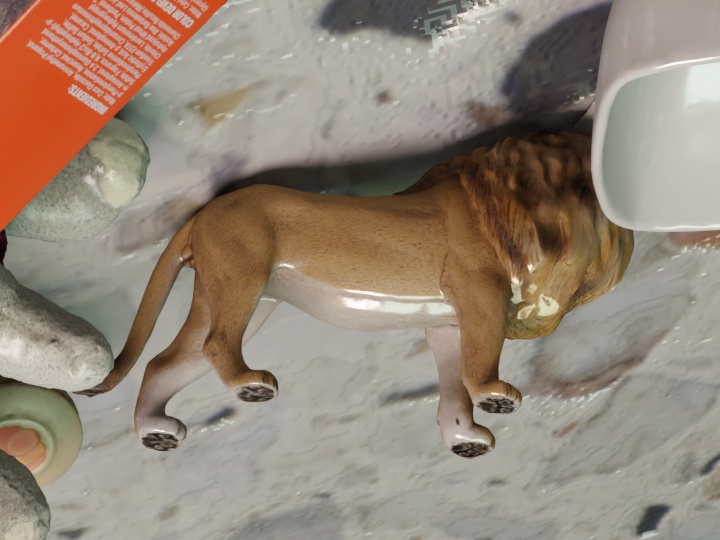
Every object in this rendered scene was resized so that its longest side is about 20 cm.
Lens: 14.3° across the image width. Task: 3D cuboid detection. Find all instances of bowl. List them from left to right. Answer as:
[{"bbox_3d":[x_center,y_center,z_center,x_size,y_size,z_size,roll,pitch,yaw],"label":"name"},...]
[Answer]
[{"bbox_3d":[0.172,-0.075,0.924,0.198,0.075,0.200,-4,164,4],"label":"bowl"}]

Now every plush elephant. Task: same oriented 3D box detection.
[{"bbox_3d":[-0.144,0.003,0.877,0.199,0.155,0.165,25,84,-25],"label":"plush elephant"}]

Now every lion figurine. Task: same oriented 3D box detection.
[{"bbox_3d":[0.000,0.000,1.011,0.199,0.123,0.073,5,151,-6],"label":"lion figurine"}]

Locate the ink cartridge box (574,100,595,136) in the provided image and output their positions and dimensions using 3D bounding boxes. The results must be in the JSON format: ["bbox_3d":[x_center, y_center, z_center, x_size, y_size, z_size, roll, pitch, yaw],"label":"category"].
[{"bbox_3d":[0.201,-0.082,1.039,0.199,0.050,0.161,20,133,-17],"label":"ink cartridge box"}]

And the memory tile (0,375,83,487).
[{"bbox_3d":[-0.209,0.057,0.996,0.200,0.017,0.153,35,111,-31],"label":"memory tile"}]

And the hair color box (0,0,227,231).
[{"bbox_3d":[-0.115,-0.078,0.771,0.200,0.111,0.064,-46,149,7],"label":"hair color box"}]
